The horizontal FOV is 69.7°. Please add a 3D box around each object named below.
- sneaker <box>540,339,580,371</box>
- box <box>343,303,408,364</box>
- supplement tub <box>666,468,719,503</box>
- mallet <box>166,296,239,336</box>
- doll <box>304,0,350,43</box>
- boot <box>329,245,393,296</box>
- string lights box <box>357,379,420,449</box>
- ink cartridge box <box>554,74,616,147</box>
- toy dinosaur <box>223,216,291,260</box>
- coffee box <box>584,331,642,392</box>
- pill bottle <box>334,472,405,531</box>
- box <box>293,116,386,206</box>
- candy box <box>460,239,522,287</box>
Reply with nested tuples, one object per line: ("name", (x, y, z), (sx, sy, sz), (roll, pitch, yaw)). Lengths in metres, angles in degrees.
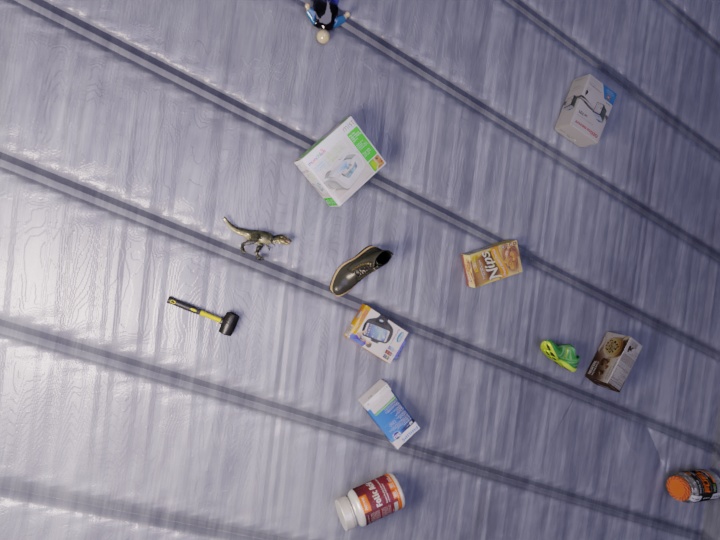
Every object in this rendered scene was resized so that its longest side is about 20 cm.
("sneaker", (0.731, 0.296, 1.890), (0.200, 0.074, 0.084), (35, 83, -29))
("box", (0.060, 0.207, 1.637), (0.200, 0.041, 0.119), (33, 82, -18))
("supplement tub", (1.395, 0.903, 2.163), (0.200, 0.123, 0.123), (2, 93, -22))
("mallet", (-0.434, 0.111, 1.441), (0.200, 0.041, 0.066), (33, 83, -16))
("doll", (-0.095, -0.762, 1.500), (0.136, 0.048, 0.200), (7, 91, -21))
("boot", (0.000, 0.000, 1.545), (0.077, 0.138, 0.200), (45, 79, -18))
("string lights box", (0.092, 0.461, 1.657), (0.103, 0.059, 0.200), (-39, 106, -14))
("ink cartridge box", (0.804, -0.567, 1.846), (0.146, 0.086, 0.200), (24, 84, -21))
("toy dinosaur", (-0.301, -0.082, 1.472), (0.200, 0.047, 0.088), (16, 74, -21))
("coffee box", (0.957, 0.344, 1.957), (0.080, 0.113, 0.200), (33, 83, -20))
("pill bottle", (0.029, 0.727, 1.622), (0.200, 0.114, 0.114), (-16, 100, -20))
("box", (-0.060, -0.318, 1.523), (0.200, 0.097, 0.177), (-43, 110, -12))
("candy box", (0.449, -0.025, 1.762), (0.200, 0.055, 0.116), (-17, 100, -20))
